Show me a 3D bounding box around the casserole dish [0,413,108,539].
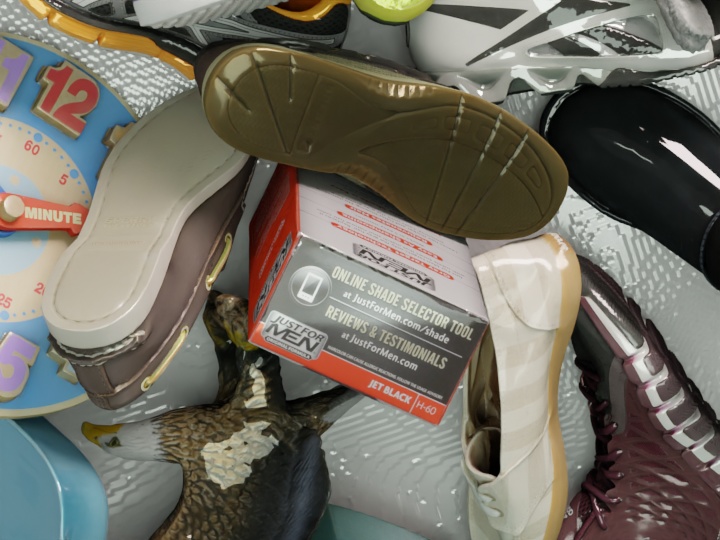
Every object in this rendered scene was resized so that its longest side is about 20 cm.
[{"bbox_3d":[-0.181,0.119,1.372,0.039,0.200,0.122,-4,114,-34],"label":"casserole dish"}]

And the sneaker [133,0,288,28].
[{"bbox_3d":[-0.031,-0.191,1.256,0.200,0.073,0.115,-23,87,22],"label":"sneaker"}]

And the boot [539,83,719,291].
[{"bbox_3d":[0.184,-0.019,1.343,0.198,0.163,0.073,35,100,-11],"label":"boot"}]

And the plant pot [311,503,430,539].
[{"bbox_3d":[0.028,0.226,1.402,0.200,0.141,0.141,39,101,-19],"label":"plant pot"}]

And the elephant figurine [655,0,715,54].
[{"bbox_3d":[0.208,-0.233,1.312,0.199,0.142,0.156,-22,135,-12],"label":"elephant figurine"}]

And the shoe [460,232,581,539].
[{"bbox_3d":[0.072,0.073,1.397,0.053,0.070,0.201,-11,121,-27],"label":"shoe"}]

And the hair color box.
[{"bbox_3d":[0.000,0.000,1.322,0.101,0.200,0.061,25,103,-8],"label":"hair color box"}]

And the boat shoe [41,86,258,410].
[{"bbox_3d":[-0.096,-0.016,1.335,0.071,0.200,0.060,2,131,21],"label":"boat shoe"}]

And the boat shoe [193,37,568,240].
[{"bbox_3d":[0.010,-0.073,1.326,0.200,0.066,0.072,17,111,-26],"label":"boat shoe"}]

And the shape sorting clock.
[{"bbox_3d":[-0.180,-0.026,1.341,0.199,0.039,0.201,12,66,-27],"label":"shape sorting clock"}]

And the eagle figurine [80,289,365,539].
[{"bbox_3d":[-0.074,0.111,1.384,0.150,0.151,0.201,6,89,35],"label":"eagle figurine"}]

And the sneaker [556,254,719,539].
[{"bbox_3d":[0.130,0.096,1.420,0.115,0.076,0.200,-35,104,10],"label":"sneaker"}]

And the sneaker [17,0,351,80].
[{"bbox_3d":[-0.095,-0.146,1.337,0.199,0.078,0.077,22,123,-18],"label":"sneaker"}]

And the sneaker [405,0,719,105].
[{"bbox_3d":[0.119,-0.138,1.354,0.199,0.074,0.089,-8,105,2],"label":"sneaker"}]

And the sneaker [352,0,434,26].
[{"bbox_3d":[0.035,-0.212,1.286,0.078,0.090,0.201,11,103,-13],"label":"sneaker"}]
